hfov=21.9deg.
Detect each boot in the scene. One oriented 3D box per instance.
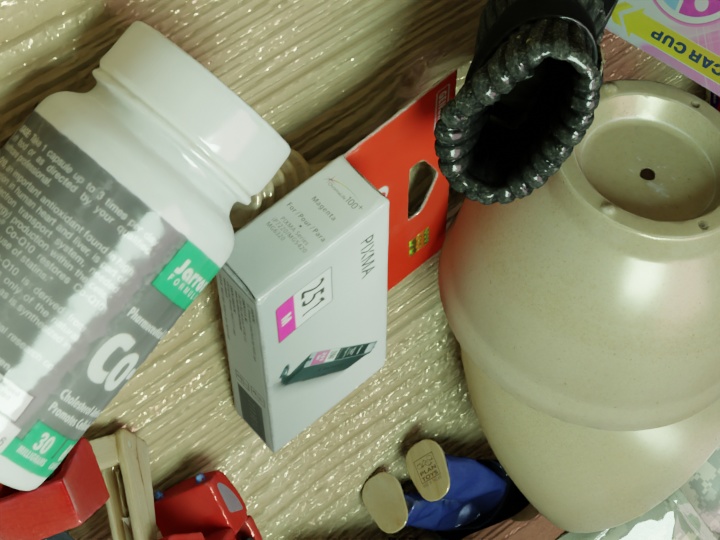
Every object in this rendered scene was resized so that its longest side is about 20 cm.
[{"bbox_3d":[0.106,-0.150,0.979,0.158,0.079,0.212,-61,167,-62],"label":"boot"}]

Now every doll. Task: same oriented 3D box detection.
[{"bbox_3d":[0.086,0.161,1.345,0.136,0.049,0.200,-38,154,18],"label":"doll"}]

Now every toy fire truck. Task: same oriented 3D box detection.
[{"bbox_3d":[-0.122,0.140,1.028,0.049,0.142,0.200,-22,-170,17],"label":"toy fire truck"}]

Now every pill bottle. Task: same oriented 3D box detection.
[{"bbox_3d":[-0.130,-0.009,0.854,0.200,0.113,0.113,-51,148,-2],"label":"pill bottle"}]

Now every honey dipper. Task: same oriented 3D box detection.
[{"bbox_3d":[-0.004,-0.057,1.045,0.200,0.038,0.038,-14,132,-49],"label":"honey dipper"}]

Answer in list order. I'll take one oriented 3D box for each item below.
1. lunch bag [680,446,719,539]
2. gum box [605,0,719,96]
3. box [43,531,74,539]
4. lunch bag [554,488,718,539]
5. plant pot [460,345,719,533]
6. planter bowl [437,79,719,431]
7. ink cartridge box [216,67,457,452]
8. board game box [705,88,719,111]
[{"bbox_3d":[0.253,0.127,1.419,0.200,0.168,0.139,-51,148,-3],"label":"lunch bag"},{"bbox_3d":[0.207,-0.169,1.043,0.066,0.200,0.114,-9,127,-47],"label":"gum box"},{"bbox_3d":[-0.218,0.253,1.057,0.157,0.051,0.201,-32,142,-31],"label":"box"},{"bbox_3d":[0.183,0.234,1.275,0.164,0.118,0.200,-38,125,1],"label":"lunch bag"},{"bbox_3d":[0.143,0.050,1.218,0.134,0.200,0.201,41,87,-21],"label":"plant pot"},{"bbox_3d":[0.156,-0.026,1.094,0.200,0.200,0.135,-31,155,-30],"label":"planter bowl"},{"bbox_3d":[0.000,0.000,1.053,0.173,0.044,0.200,-37,157,-18],"label":"ink cartridge box"},{"bbox_3d":[0.300,-0.210,1.264,0.151,0.046,0.200,-40,146,-18],"label":"board game box"}]
